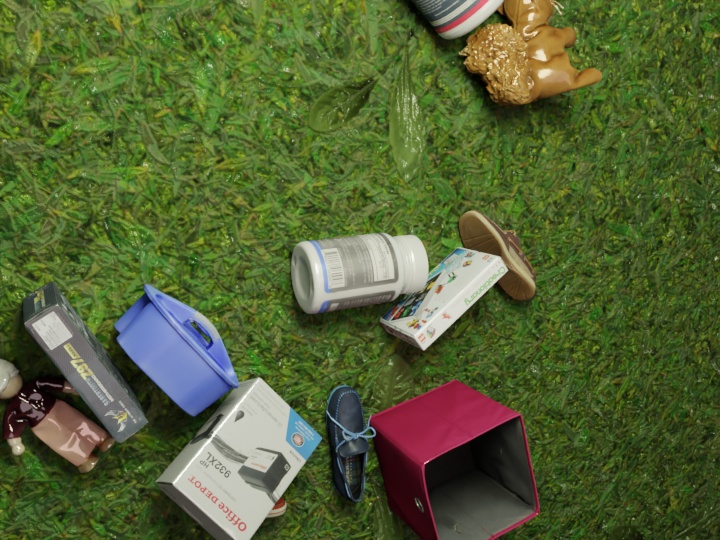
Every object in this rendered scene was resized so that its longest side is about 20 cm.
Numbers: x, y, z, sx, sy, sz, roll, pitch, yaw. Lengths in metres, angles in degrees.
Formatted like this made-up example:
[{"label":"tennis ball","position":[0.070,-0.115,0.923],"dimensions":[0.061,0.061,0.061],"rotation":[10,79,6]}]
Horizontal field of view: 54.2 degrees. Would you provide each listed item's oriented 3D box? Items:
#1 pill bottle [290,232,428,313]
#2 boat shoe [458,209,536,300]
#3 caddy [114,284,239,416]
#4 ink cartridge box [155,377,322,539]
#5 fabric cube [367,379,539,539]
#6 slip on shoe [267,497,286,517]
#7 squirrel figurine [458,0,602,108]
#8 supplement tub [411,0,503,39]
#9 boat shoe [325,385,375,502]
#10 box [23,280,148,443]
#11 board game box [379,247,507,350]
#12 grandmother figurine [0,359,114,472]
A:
[{"label":"pill bottle","position":[0.000,0.000,1.119],"dimensions":[0.200,0.114,0.114],"rotation":[-7,102,-24]},{"label":"boat shoe","position":[0.253,-0.039,1.268],"dimensions":[0.200,0.072,0.072],"rotation":[47,48,-14]},{"label":"caddy","position":[-0.255,0.108,1.003],"dimensions":[0.105,0.141,0.200],"rotation":[-41,114,-8]},{"label":"ink cartridge box","position":[-0.178,0.284,1.054],"dimensions":[0.145,0.084,0.200],"rotation":[47,57,-13]},{"label":"fabric cube","position":[0.155,0.333,1.206],"dimensions":[0.200,0.199,0.197],"rotation":[-20,108,-21]},{"label":"slip on shoe","position":[-0.199,0.338,1.112],"dimensions":[0.200,0.074,0.061],"rotation":[30,83,-22]},{"label":"squirrel figurine","position":[0.271,-0.375,1.172],"dimensions":[0.200,0.141,0.187],"rotation":[-21,101,-23]},{"label":"supplement tub","position":[0.123,-0.473,1.078],"dimensions":[0.200,0.140,0.140],"rotation":[43,80,-25]},{"label":"boat shoe","position":[-0.009,0.295,1.192],"dimensions":[0.084,0.069,0.200],"rotation":[-14,105,-23]},{"label":"box","position":[-0.369,0.118,0.940],"dimensions":[0.051,0.158,0.200],"rotation":[-35,113,-15]},{"label":"board game box","position":[0.137,0.042,1.185],"dimensions":[0.200,0.126,0.035],"rotation":[-42,113,-13]},{"label":"grandmother figurine","position":[-0.444,0.200,0.979],"dimensions":[0.200,0.061,0.121],"rotation":[49,50,-21]}]
